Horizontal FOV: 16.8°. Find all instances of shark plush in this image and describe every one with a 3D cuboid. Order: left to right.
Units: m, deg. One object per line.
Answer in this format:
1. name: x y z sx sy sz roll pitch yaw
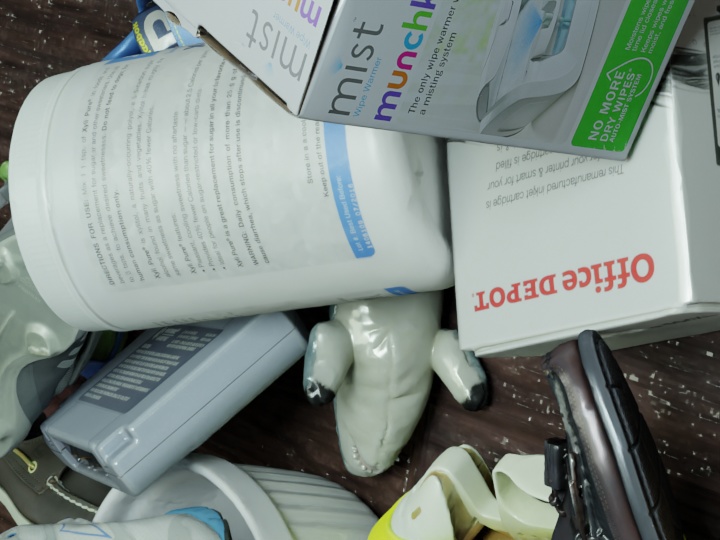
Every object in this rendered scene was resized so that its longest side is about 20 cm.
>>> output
1. shark plush: 0.000 0.000 1.230 0.083 0.090 0.202 125 134 -76

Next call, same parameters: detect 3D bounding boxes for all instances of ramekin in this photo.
1. ramekin: -0.056 0.194 1.256 0.199 0.104 0.202 -4 84 51

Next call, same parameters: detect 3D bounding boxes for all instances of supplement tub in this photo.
1. supplement tub: -0.050 -0.045 1.148 0.198 0.132 0.133 -7 82 23

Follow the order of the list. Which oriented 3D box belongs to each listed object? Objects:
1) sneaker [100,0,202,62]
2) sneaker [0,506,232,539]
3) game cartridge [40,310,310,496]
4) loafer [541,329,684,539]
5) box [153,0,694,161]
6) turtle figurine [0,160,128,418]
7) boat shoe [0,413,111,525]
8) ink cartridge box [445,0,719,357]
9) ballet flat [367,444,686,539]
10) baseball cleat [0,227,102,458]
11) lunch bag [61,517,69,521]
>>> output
1. sneaker: -0.071 -0.133 1.310 0.200 0.082 0.074 -43 55 39
2. sneaker: -0.138 0.157 1.210 0.199 0.086 0.076 -12 77 49
3. game cartridge: -0.095 0.057 1.272 0.042 0.133 0.200 56 166 -10
4. loafer: 0.108 0.126 1.021 0.063 0.072 0.201 -20 100 13
5. box: 0.007 -0.135 1.002 0.200 0.175 0.097 45 120 45
6. turtle figurine: -0.232 -0.015 1.422 0.143 0.193 0.202 -7 80 53
7. boat shoe: -0.176 0.116 1.437 0.201 0.071 0.061 21 108 53
8. ink cartridge box: 0.112 -0.069 1.071 0.145 0.084 0.202 -13 77 50
9. ballet flat: 0.066 0.113 1.129 0.199 0.067 0.067 1 127 48
10. baseball cleat: -0.169 0.019 1.289 0.070 0.107 0.200 39 138 1
11. lunch bag: -0.197 0.257 1.317 0.151 0.200 0.094 53 136 -2
